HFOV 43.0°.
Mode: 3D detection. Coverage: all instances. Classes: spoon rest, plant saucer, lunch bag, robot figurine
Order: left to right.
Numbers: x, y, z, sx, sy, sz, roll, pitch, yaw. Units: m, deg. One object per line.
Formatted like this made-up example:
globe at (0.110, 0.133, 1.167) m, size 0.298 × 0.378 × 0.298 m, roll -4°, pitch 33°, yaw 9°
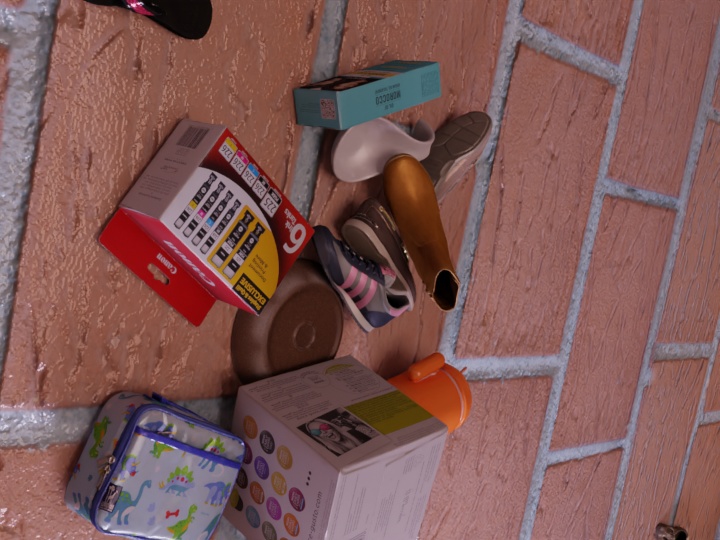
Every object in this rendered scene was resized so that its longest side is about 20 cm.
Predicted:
lunch bag at (-0.237, 0.237, 1.082) m, size 0.200 × 0.082 × 0.161 m, roll 38°, pitch 71°, yaw -48°
plant saucer at (-0.085, 0.085, 1.232) m, size 0.200 × 0.037 × 0.201 m, roll -17°, pitch 114°, yaw -43°
spoon rest at (0.036, -0.173, 1.257) m, size 0.200 × 0.061 × 0.100 m, roll -18°, pitch 135°, yaw -45°
robot figurine at (0.092, 0.210, 1.409) m, size 0.200 × 0.117 × 0.144 m, roll -18°, pitch 87°, yaw -43°

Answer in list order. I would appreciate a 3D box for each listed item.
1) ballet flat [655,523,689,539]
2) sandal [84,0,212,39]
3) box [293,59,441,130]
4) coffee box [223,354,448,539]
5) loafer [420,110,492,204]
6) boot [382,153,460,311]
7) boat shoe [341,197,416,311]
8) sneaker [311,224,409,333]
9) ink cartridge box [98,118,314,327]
ballet flat at (0.847, 0.718, 2.454) m, size 0.200 × 0.046 × 0.068 m, roll 34°, pitch 78°, yaw -48°
sandal at (-0.224, -0.297, 0.949) m, size 0.200 × 0.045 × 0.075 m, roll 13°, pitch 92°, yaw -49°
box at (0.013, -0.234, 1.203) m, size 0.200 × 0.082 × 0.049 m, roll -26°, pitch 119°, yaw -41°
coffee box at (-0.040, 0.257, 1.189) m, size 0.200 × 0.198 × 0.200 m, roll -12°, pitch 124°, yaw -44°
loafer at (0.128, -0.156, 1.376) m, size 0.200 × 0.072 × 0.063 m, roll -48°, pitch 150°, yaw -18°
boot at (0.092, -0.050, 1.258) m, size 0.071 × 0.144 × 0.201 m, roll -21°, pitch 131°, yaw 0°
boat shoe at (0.039, -0.019, 1.311) m, size 0.060 × 0.072 × 0.200 m, roll -58°, pitch 137°, yaw -26°
sneaker at (0.000, 0.000, 1.250) m, size 0.082 × 0.070 × 0.200 m, roll -25°, pitch 133°, yaw 8°
ink cartridge box at (-0.173, -0.042, 1.058) m, size 0.176 × 0.084 × 0.200 m, roll -58°, pitch 137°, yaw -17°
